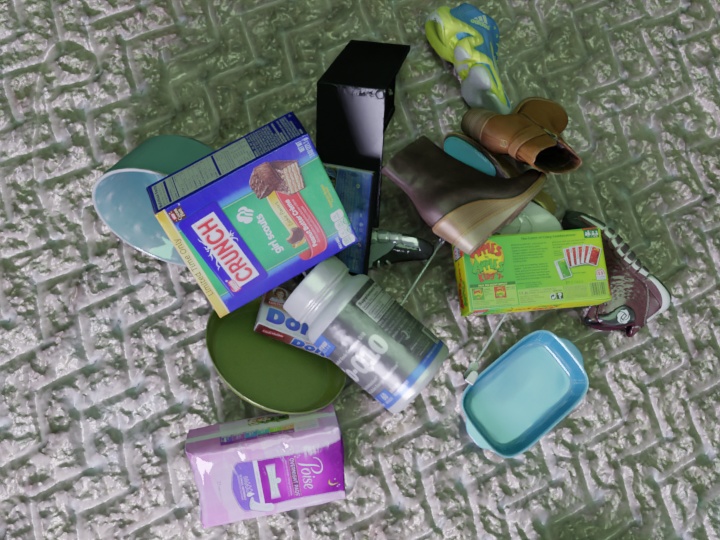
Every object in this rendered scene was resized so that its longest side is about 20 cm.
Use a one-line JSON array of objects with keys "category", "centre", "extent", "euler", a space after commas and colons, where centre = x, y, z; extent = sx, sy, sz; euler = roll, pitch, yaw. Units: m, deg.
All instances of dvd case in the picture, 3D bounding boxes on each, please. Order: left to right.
[{"category": "dvd case", "centre": [-0.076, -0.077, 1.108], "extent": [0.199, 0.018, 0.143], "euler": [13, 109, 22]}]

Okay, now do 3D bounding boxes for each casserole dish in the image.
[{"category": "casserole dish", "centre": [0.227, 0.173, 1.157], "extent": [0.200, 0.039, 0.121], "euler": [-38, 85, -13]}]

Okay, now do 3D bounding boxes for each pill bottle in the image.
[{"category": "pill bottle", "centre": [0.005, 0.078, 1.056], "extent": [0.200, 0.114, 0.114], "euler": [41, 77, 2]}]

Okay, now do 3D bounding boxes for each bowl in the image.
[{"category": "bowl", "centre": [-0.243, -0.103, 1.099], "extent": [0.200, 0.201, 0.105], "euler": [17, 56, -3]}]

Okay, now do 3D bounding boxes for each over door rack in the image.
[{"category": "over door rack", "centre": [0.139, 0.039, 1.159], "extent": [0.148, 0.067, 0.200], "euler": [33, 76, 0]}]

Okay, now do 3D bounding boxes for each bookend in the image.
[{"category": "bookend", "centre": [0.004, -0.197, 1.161], "extent": [0.092, 0.199, 0.201], "euler": [8, 121, 9]}]

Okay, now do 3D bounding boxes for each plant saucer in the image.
[{"category": "plant saucer", "centre": [-0.114, 0.112, 1.089], "extent": [0.199, 0.031, 0.200], "euler": [20, 40, -17]}]

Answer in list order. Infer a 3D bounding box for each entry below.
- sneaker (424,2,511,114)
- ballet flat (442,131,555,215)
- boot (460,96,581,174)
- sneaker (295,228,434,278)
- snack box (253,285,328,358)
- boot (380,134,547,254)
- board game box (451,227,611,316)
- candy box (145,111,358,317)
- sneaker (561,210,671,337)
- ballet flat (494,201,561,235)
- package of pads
[{"category": "sneaker", "centre": [0.188, -0.320, 1.237], "extent": [0.105, 0.076, 0.200], "euler": [-35, 95, -23]}, {"category": "ballet flat", "centre": [0.206, -0.138, 1.216], "extent": [0.200, 0.069, 0.063], "euler": [44, 50, 1]}, {"category": "boot", "centre": [0.259, -0.189, 1.158], "extent": [0.199, 0.155, 0.077], "euler": [-3, 118, -36]}, {"category": "sneaker", "centre": [0.000, 0.000, 1.145], "extent": [0.199, 0.075, 0.116], "euler": [7, 86, 17]}, {"category": "snack box", "centre": [-0.043, 0.083, 1.118], "extent": [0.199, 0.024, 0.072], "euler": [22, 50, -14]}, {"category": "boot", "centre": [0.144, -0.127, 1.102], "extent": [0.166, 0.072, 0.200], "euler": [47, 56, 10]}, {"category": "board game box", "centre": [0.232, 0.002, 1.121], "extent": [0.199, 0.048, 0.102], "euler": [-4, 78, -9]}, {"category": "candy box", "centre": [-0.128, -0.066, 0.993], "extent": [0.200, 0.077, 0.169], "euler": [-28, 127, -3]}, {"category": "sneaker", "centre": [0.344, 0.015, 1.186], "extent": [0.200, 0.076, 0.116], "euler": [44, 80, 3]}, {"category": "ballet flat", "centre": [0.187, -0.083, 1.176], "extent": [0.200, 0.069, 0.070], "euler": [30, 76, 13]}, {"category": "package of pads", "centre": [-0.119, 0.252, 1.063], "extent": [0.199, 0.076, 0.121], "euler": [-9, 114, -8]}]
